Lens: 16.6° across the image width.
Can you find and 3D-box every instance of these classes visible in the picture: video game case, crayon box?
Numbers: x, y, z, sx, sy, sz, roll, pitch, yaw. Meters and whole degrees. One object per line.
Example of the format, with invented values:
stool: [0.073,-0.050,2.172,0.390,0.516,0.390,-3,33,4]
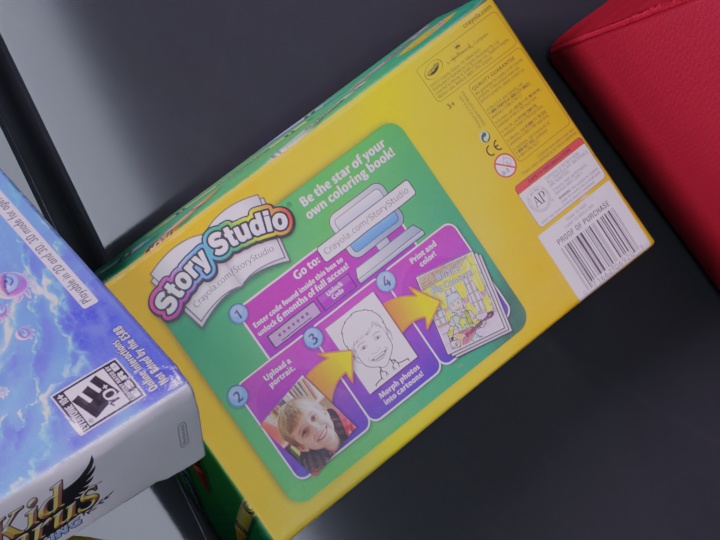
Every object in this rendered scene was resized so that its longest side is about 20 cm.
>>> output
video game case: [-0.182,0.033,0.815,0.181,0.046,0.200,-33,56,-19]
crayon box: [0.000,0.000,0.941,0.200,0.058,0.119,-37,99,-19]

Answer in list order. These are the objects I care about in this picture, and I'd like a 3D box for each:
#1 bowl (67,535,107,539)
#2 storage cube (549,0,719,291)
bowl: [-0.101,0.156,0.811,0.200,0.108,0.200,3,47,-3]
storage cube: [0.214,-0.082,0.964,0.171,0.180,0.200,-41,99,-19]
